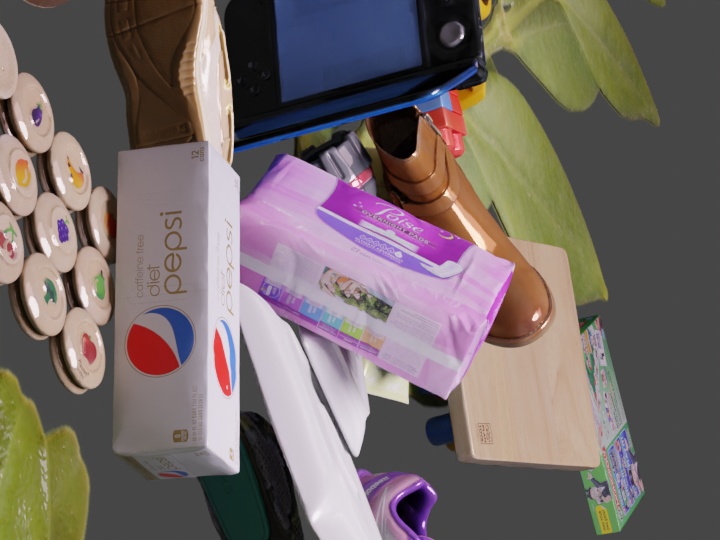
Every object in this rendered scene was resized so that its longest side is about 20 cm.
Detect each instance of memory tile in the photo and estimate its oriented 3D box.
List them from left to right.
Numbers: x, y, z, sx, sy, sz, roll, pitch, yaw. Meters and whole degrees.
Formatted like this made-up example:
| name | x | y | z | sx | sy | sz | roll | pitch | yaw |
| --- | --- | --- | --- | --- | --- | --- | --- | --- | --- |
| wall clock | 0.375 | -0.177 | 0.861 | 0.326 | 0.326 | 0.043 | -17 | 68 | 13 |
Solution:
| name | x | y | z | sx | sy | sz | roll | pitch | yaw |
| --- | --- | --- | --- | --- | --- | --- | --- | --- | --- |
| memory tile | -0.193 | -0.038 | 1.374 | 0.154 | 0.017 | 0.200 | -84 | 152 | -42 |

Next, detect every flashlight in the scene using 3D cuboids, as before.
| name | x | y | z | sx | sy | sz | roll | pitch | yaw |
| --- | --- | --- | --- | --- | --- | --- | --- | --- | --- |
| flashlight | 0.017 | -0.009 | 1.783 | 0.201 | 0.068 | 0.068 | 58 | 15 | -11 |

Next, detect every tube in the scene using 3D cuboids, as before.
| name | x | y | z | sx | sy | sz | roll | pitch | yaw |
| --- | --- | --- | --- | --- | --- | --- | --- | --- | --- |
| tube | 0.014 | 0.004 | 1.858 | 0.052 | 0.058 | 0.201 | 140 | -50 | -67 |

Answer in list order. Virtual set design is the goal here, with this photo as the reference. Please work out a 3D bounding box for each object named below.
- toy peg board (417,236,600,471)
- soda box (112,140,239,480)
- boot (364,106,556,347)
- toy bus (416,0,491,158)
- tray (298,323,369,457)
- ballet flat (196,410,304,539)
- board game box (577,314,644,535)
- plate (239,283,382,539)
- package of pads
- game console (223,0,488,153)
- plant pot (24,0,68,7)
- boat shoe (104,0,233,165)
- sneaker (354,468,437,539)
| name | x | y | z | sx | sy | sz | roll | pitch | yaw |
| --- | --- | --- | --- | --- | --- | --- | --- | --- | --- |
| toy peg board | 0.102 | 0.079 | 2.016 | 0.199 | 0.098 | 0.201 | 9 | 68 | -52 |
| soda box | -0.114 | 0.025 | 1.451 | 0.068 | 0.063 | 0.201 | 53 | 33 | -66 |
| boot | 0.067 | -0.041 | 1.774 | 0.200 | 0.074 | 0.155 | 49 | -8 | 41 |
| toy bus | 0.049 | -0.181 | 1.915 | 0.200 | 0.135 | 0.193 | 4 | 70 | -71 |
| tray | -0.020 | 0.042 | 1.704 | 0.200 | 0.022 | 0.108 | -98 | 167 | -62 |
| ballet flat | -0.057 | 0.186 | 1.523 | 0.072 | 0.072 | 0.201 | -18 | 95 | -70 |
| board game box | 0.246 | 0.158 | 2.409 | 0.135 | 0.029 | 0.201 | -31 | 107 | -68 |
| plate | -0.027 | 0.125 | 1.565 | 0.200 | 0.032 | 0.200 | 67 | 1 | -56 |
| package of pads | 0.000 | 0.000 | 1.630 | 0.076 | 0.199 | 0.121 | -67 | 174 | 29 |
| game console | -0.023 | -0.157 | 1.633 | 0.118 | 0.199 | 0.172 | 36 | 44 | -61 |
| plant pot | -0.129 | -0.276 | 1.423 | 0.187 | 0.199 | 0.188 | -12 | 90 | -70 |
| boat shoe | -0.123 | -0.139 | 1.552 | 0.069 | 0.073 | 0.201 | -5 | 92 | -72 |
| sneaker | 0.019 | 0.228 | 1.679 | 0.081 | 0.088 | 0.201 | 49 | 35 | -54 |
